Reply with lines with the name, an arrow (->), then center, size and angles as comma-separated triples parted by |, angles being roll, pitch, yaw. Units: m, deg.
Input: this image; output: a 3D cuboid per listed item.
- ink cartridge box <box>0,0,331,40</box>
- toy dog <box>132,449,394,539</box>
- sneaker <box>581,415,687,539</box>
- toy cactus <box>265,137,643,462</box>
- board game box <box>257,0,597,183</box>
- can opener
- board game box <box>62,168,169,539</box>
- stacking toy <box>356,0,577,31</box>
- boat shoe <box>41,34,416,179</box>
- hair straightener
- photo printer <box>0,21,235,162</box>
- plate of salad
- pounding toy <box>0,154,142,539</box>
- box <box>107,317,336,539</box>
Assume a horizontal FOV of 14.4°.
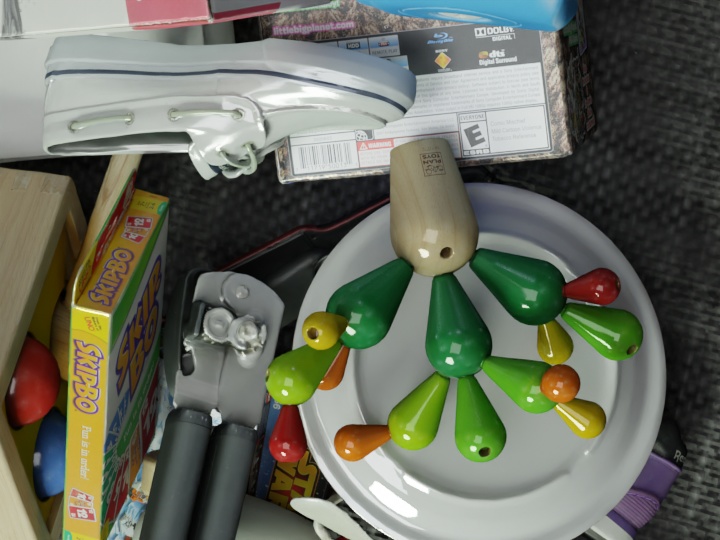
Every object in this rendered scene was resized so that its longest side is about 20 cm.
ink cartridge box -> -0.134, -0.162, 1.433 | 0.199, 0.146, 0.083 | -2, 99, 24
toy dog -> -0.047, 0.156, 1.546 | 0.199, 0.096, 0.132 | -12, 98, 14
sneaker -> 0.087, 0.065, 1.565 | 0.200, 0.076, 0.088 | 36, 86, 4
toy cactus -> 0.042, 0.015, 1.439 | 0.199, 0.102, 0.166 | -10, 80, -3
board game box -> 0.031, -0.157, 1.510 | 0.159, 0.097, 0.201 | -5, 99, 14
can opener -> -0.084, 0.095, 1.507 | 0.053, 0.066, 0.201 | 18, 69, -22
board game box -> -0.129, 0.049, 1.501 | 0.030, 0.096, 0.200 | 12, 133, 9
stacking toy -> 0.060, -0.223, 1.398 | 0.109, 0.116, 0.201 | 7, 90, 8
boat shoe -> -0.069, -0.078, 1.456 | 0.199, 0.074, 0.067 | 4, 78, 22
hair straightener -> 0.000, 0.000, 1.558 | 0.200, 0.077, 0.041 | -24, 130, 5
photo printer -> -0.154, -0.163, 1.566 | 0.166, 0.069, 0.201 | -3, 100, 13
plate of salad -> 0.062, 0.054, 1.505 | 0.199, 0.048, 0.201 | 1, 79, -8
pounding toy -> -0.186, 0.028, 1.538 | 0.142, 0.200, 0.184 | 7, 145, 13
box -> -0.088, 0.139, 1.623 | 0.137, 0.040, 0.201 | 18, 104, 10
